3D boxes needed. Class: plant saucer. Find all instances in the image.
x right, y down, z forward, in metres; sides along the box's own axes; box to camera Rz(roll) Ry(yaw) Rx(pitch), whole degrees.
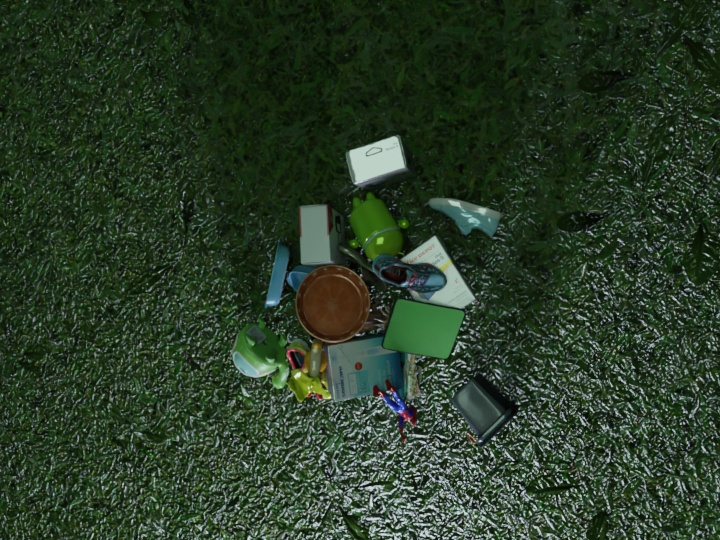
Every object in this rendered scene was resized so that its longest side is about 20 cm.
[{"bbox_3d":[-0.072,0.087,1.423,0.195,0.032,0.205,1,74,-4],"label":"plant saucer"}]

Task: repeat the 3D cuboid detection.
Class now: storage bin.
[{"bbox_3d":[0.309,0.354,1.395,0.146,0.199,0.135,-47,71,10],"label":"storage bin"}]

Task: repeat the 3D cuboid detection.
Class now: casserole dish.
[{"bbox_3d":[-0.110,0.035,1.527,0.195,0.122,0.039,12,57,14],"label":"casserole dish"},{"bbox_3d":[-0.234,0.012,1.543,0.038,0.121,0.205,11,95,-9],"label":"casserole dish"}]

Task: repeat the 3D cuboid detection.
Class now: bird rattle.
[{"bbox_3d":[-0.113,0.262,1.421,0.110,0.200,0.167,7,86,6],"label":"bird rattle"}]

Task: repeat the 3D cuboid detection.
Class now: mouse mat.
[{"bbox_3d":[0.164,0.155,1.421,0.195,0.008,0.164,11,116,-11],"label":"mouse mat"}]

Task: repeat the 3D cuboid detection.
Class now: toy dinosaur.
[{"bbox_3d":[0.022,0.137,1.468,0.196,0.136,0.088,-16,100,-7],"label":"toy dinosaur"}]

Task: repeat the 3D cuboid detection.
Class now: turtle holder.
[{"bbox_3d":[-0.284,0.243,1.568,0.183,0.142,0.132,29,121,-26],"label":"turtle holder"}]

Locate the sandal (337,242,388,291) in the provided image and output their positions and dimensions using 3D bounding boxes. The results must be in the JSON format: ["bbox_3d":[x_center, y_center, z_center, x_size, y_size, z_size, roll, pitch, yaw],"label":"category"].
[{"bbox_3d":[-0.001,-0.001,1.471,0.200,0.079,0.058,40,75,-33],"label":"sandal"}]

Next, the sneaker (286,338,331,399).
[{"bbox_3d":[-0.147,0.289,1.546,0.078,0.090,0.200,-43,83,9],"label":"sneaker"}]

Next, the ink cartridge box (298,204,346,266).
[{"bbox_3d":[-0.098,-0.088,1.465,0.081,0.200,0.150,-4,87,11],"label":"ink cartridge box"}]

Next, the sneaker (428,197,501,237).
[{"bbox_3d":[0.270,-0.139,1.444,0.196,0.074,0.084,16,92,13],"label":"sneaker"}]

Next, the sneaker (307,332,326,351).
[{"bbox_3d":[-0.082,0.234,1.531,0.200,0.085,0.075,43,101,9],"label":"sneaker"}]

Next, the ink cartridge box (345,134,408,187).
[{"bbox_3d":[0.058,-0.276,1.418,0.142,0.200,0.090,-16,88,12],"label":"ink cartridge box"}]

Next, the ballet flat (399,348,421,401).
[{"bbox_3d":[0.138,0.256,1.498,0.062,0.075,0.205,-3,96,-18],"label":"ballet flat"}]

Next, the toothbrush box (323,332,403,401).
[{"bbox_3d":[0.006,0.257,1.472,0.195,0.085,0.150,-7,90,-13],"label":"toothbrush box"}]

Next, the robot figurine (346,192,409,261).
[{"bbox_3d":[0.042,-0.109,1.461,0.172,0.116,0.203,-21,64,-13],"label":"robot figurine"}]

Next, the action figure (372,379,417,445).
[{"bbox_3d":[0.106,0.383,1.440,0.064,0.200,0.100,-26,43,17],"label":"action figure"}]

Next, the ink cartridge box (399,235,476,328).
[{"bbox_3d":[0.199,0.028,1.458,0.144,0.087,0.203,-33,83,13],"label":"ink cartridge box"}]

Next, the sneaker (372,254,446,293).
[{"bbox_3d":[0.125,0.021,1.369,0.195,0.096,0.081,12,105,-5],"label":"sneaker"}]
